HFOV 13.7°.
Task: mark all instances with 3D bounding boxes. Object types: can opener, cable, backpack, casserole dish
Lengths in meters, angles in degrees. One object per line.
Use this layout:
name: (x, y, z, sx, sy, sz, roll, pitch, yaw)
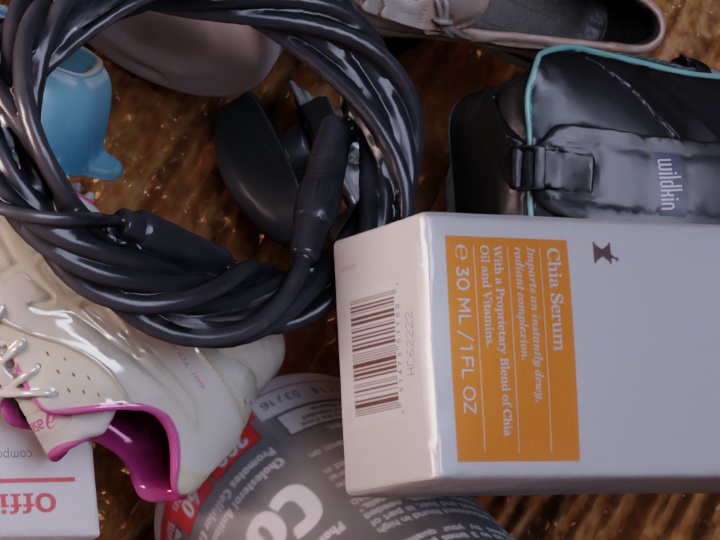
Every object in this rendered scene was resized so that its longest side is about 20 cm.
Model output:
can opener: (0.000, 0.000, 1.270, 0.066, 0.053, 0.200, -31, 55, 4)
cable: (-0.065, -0.048, 1.143, 0.200, 0.051, 0.164, -26, 95, -39)
backpack: (0.138, -0.001, 1.314, 0.199, 0.153, 0.177, 0, 77, -18)
casserole dish: (-0.178, -0.096, 1.188, 0.199, 0.121, 0.039, 27, 100, -2)

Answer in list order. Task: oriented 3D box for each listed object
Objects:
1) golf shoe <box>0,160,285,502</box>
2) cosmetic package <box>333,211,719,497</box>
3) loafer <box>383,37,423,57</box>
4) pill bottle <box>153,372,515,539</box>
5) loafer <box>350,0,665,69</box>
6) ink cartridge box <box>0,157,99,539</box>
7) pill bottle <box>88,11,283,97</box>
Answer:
golf shoe: (-0.123, 0.016, 1.147, 0.200, 0.075, 0.092, 30, 65, -18)
cosmetic package: (0.093, 0.035, 1.159, 0.199, 0.071, 0.102, 1, 81, -31)
loafer: (0.039, -0.161, 1.366, 0.200, 0.073, 0.071, -36, 83, -35)
pill bottle: (0.011, 0.136, 1.173, 0.114, 0.200, 0.114, -17, 127, -25)
loafer: (0.050, -0.126, 1.269, 0.200, 0.063, 0.072, 12, 87, -44)
ink cartridge box: (-0.171, 0.056, 1.190, 0.117, 0.067, 0.201, 0, 75, -28)
pill bottle: (-0.047, -0.184, 1.297, 0.111, 0.111, 0.200, 35, 63, -14)
